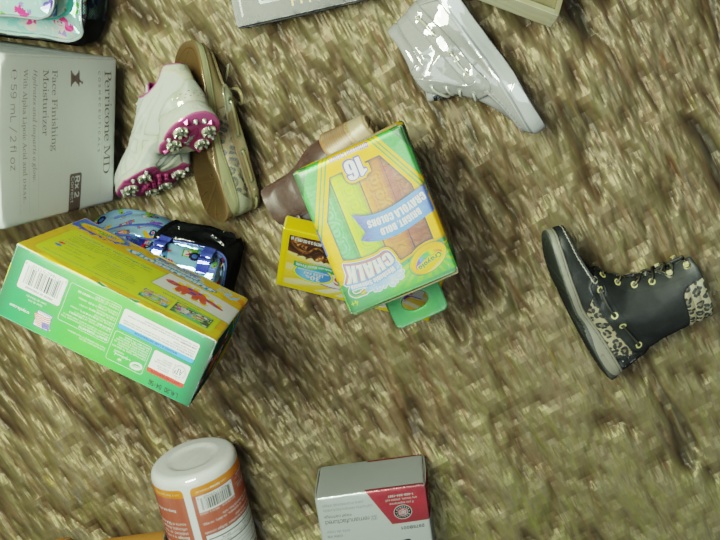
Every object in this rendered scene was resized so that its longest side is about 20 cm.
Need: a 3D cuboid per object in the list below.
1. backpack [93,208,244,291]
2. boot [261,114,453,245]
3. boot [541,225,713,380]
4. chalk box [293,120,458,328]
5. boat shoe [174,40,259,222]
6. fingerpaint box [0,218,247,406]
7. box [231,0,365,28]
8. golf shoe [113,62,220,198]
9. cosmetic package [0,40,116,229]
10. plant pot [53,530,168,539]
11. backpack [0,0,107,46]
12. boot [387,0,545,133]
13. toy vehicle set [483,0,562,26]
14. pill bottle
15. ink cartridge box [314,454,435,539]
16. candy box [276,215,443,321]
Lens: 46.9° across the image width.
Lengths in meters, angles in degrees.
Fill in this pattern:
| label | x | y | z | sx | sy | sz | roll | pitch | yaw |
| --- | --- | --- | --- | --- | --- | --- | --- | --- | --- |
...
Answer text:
| label | x | y | z | sx | sy | sz | roll | pitch | yaw |
| --- | --- | --- | --- | --- | --- | --- | --- | --- | --- |
| backpack | -0.251 | 0.025 | 0.970 | 0.195 | 0.135 | 0.187 | 15 | 105 | 1 |
| boot | -0.002 | -0.066 | 0.982 | 0.165 | 0.073 | 0.201 | -34 | 105 | 24 |
| boot | 0.312 | 0.010 | 0.977 | 0.151 | 0.074 | 0.206 | -28 | 107 | 6 |
| chalk box | 0.028 | -0.037 | 0.872 | 0.122 | 0.124 | 0.204 | -23 | 98 | 8 |
| boat shoe | -0.165 | -0.162 | 0.956 | 0.072 | 0.062 | 0.205 | 11 | 116 | 46 |
| fingerpaint box | -0.224 | 0.035 | 0.815 | 0.196 | 0.167 | 0.075 | 26 | 101 | -4 |
| box | -0.079 | -0.380 | 0.895 | 0.153 | 0.050 | 0.205 | -10 | 104 | 4 |
| golf shoe | -0.227 | -0.153 | 0.934 | 0.199 | 0.074 | 0.093 | -33 | 73 | 42 |
| cosmetic package | -0.380 | -0.152 | 0.876 | 0.161 | 0.200 | 0.169 | 10 | 106 | 14 |
| plant pot | -0.315 | 0.426 | 1.057 | 0.179 | 0.200 | 0.205 | -18 | 104 | -5 |
| backpack | -0.360 | -0.350 | 0.870 | 0.173 | 0.151 | 0.206 | 7 | 101 | 1 |
| boot | 0.116 | -0.216 | 0.929 | 0.095 | 0.074 | 0.202 | -36 | 93 | 17 |
| toy vehicle set | 0.132 | -0.355 | 0.881 | 0.196 | 0.027 | 0.127 | 20 | 81 | -3 |
| pill bottle | -0.192 | 0.328 | 1.059 | 0.109 | 0.112 | 0.205 | -9 | 105 | 5 |
| ink cartridge box | 0.028 | 0.356 | 1.073 | 0.142 | 0.083 | 0.205 | -8 | 104 | 4 |
| candy box | 0.000 | 0.000 | 0.984 | 0.195 | 0.027 | 0.103 | 13 | 140 | -1 |
